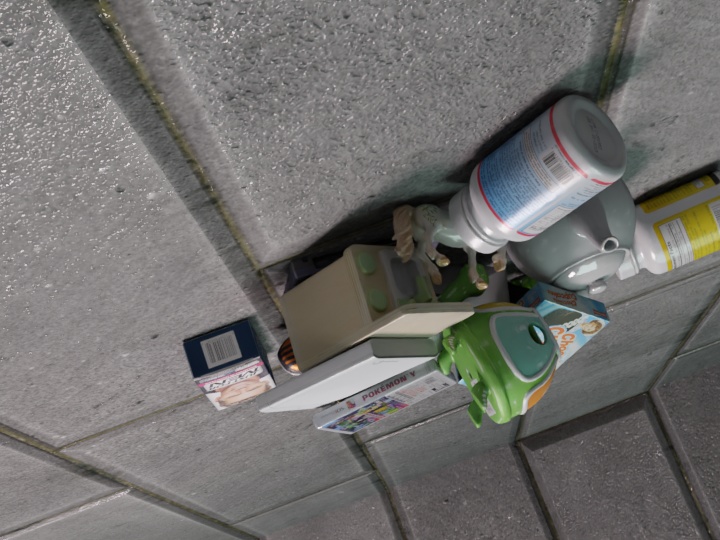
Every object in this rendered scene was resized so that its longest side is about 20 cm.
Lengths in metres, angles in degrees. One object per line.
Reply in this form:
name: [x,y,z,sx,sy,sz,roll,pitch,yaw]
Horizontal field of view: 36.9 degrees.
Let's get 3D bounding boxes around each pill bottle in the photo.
pill bottle: [0.467,-0.062,1.617,0.199,0.112,0.111,-23,161,7]
pill bottle: [0.196,-0.102,1.232,0.108,0.109,0.200,-1,153,-44]

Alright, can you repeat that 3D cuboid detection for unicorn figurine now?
unicorn figurine: [0.121,-0.040,1.332,0.200,0.138,0.074,25,125,-39]

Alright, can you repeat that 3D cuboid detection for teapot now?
teapot: [0.292,-0.034,1.459,0.200,0.147,0.197,0,152,-48]

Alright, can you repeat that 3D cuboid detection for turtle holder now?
turtle holder: [0.171,0.098,1.385,0.131,0.186,0.141,-27,141,-8]

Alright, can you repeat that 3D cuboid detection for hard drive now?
hard drive: [-0.018,0.132,1.356,0.200,0.027,0.132,-29,160,34]

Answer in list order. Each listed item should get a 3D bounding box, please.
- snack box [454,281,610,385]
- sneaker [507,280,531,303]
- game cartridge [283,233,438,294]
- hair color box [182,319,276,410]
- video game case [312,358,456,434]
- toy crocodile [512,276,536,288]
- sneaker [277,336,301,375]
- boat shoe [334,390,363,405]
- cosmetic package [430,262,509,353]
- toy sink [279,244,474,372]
snack box: [0.234,0.100,1.488,0.116,0.037,0.200,17,133,-27]
sneaker: [0.219,0.071,1.597,0.076,0.199,0.115,-38,128,-28]
game cartridge: [0.000,0.000,1.425,0.199,0.039,0.130,-16,156,-15]
hair color box: [-0.185,0.141,1.569,0.100,0.061,0.200,-19,161,-3]
video game case: [0.039,0.179,1.516,0.182,0.023,0.200,-27,165,6]
toy crocodile: [0.268,0.042,1.726,0.067,0.062,0.200,-31,177,26]
sneaker: [-0.025,0.081,1.572,0.199,0.078,0.112,-23,160,-29]
boat shoe: [-0.023,0.159,1.548,0.062,0.073,0.200,-27,155,-5]
cosmetic package: [0.102,0.055,1.488,0.200,0.082,0.113,-23,-161,-39]
toy sink: [0.018,0.038,1.330,0.130,0.112,0.200,0,157,-44]
